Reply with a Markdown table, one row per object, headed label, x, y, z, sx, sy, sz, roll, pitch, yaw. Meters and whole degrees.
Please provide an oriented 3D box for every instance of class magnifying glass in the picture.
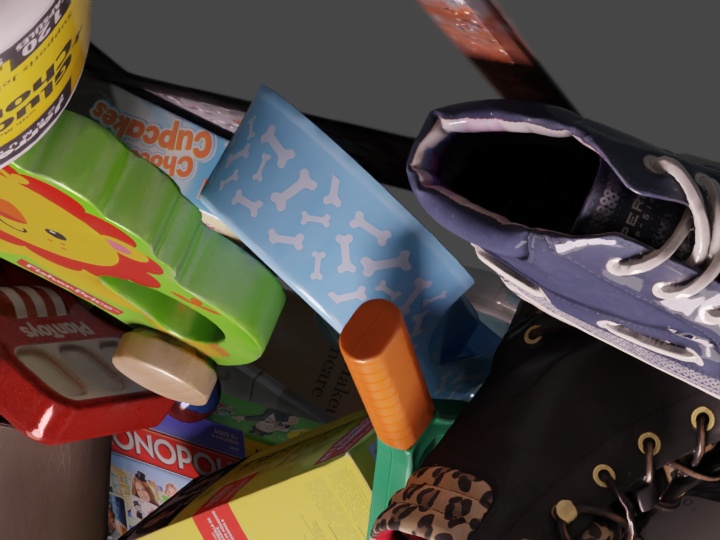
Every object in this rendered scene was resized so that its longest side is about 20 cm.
| label | x | y | z | sx | sy | sz | roll | pitch | yaw |
| --- | --- | --- | --- | --- | --- | --- | --- | --- | --- |
| magnifying glass | 0.022 | 0.067 | 0.686 | 0.022 | 0.080 | 0.201 | 28 | 161 | 26 |

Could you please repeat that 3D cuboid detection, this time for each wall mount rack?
| label | x | y | z | sx | sy | sz | roll | pitch | yaw |
| --- | --- | --- | --- | --- | --- | --- | --- | --- | --- |
| wall mount rack | -0.071 | 0.128 | 1.024 | 0.199 | 0.074 | 0.175 | 30 | 132 | 22 |

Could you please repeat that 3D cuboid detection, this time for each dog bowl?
| label | x | y | z | sx | sy | sz | roll | pitch | yaw |
| --- | --- | --- | --- | --- | --- | --- | --- | --- | --- |
| dog bowl | 0.000 | 0.000 | 0.709 | 0.111 | 0.050 | 0.200 | 42 | 177 | 25 |

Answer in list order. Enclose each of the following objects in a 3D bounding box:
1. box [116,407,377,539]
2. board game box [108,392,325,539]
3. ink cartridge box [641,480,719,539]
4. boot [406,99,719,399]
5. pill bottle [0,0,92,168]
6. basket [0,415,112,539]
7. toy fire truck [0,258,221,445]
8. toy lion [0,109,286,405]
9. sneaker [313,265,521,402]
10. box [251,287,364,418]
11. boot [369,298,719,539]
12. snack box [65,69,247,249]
| label | x | y | z | sx | sy | sz | roll | pitch | yaw |
| --- | --- | --- | --- | --- | --- | --- | --- | --- | --- |
| box | -0.034 | 0.113 | 0.847 | 0.199 | 0.075 | 0.050 | -26 | 97 | 47 |
| board game box | -0.088 | 0.126 | 0.972 | 0.198 | 0.029 | 0.136 | 14 | 123 | 31 |
| ink cartridge box | 0.110 | 0.112 | 0.701 | 0.144 | 0.200 | 0.084 | 16 | 140 | 31 |
| boot | 0.107 | 0.002 | 0.527 | 0.199 | 0.073 | 0.090 | 16 | 173 | 36 |
| pill bottle | -0.131 | -0.084 | 0.505 | 0.111 | 0.113 | 0.200 | 24 | 170 | -5 |
| basket | -0.198 | 0.163 | 0.894 | 0.178 | 0.202 | 0.136 | 13 | -176 | -2 |
| toy fire truck | -0.155 | 0.025 | 0.899 | 0.168 | 0.113 | 0.200 | 40 | -166 | 19 |
| toy lion | -0.116 | -0.021 | 0.714 | 0.199 | 0.069 | 0.191 | 29 | 164 | -16 |
| sneaker | 0.018 | 0.043 | 0.884 | 0.073 | 0.083 | 0.200 | 28 | 167 | -19 |
| box | -0.005 | 0.077 | 1.074 | 0.198 | 0.096 | 0.078 | 15 | 166 | 30 |
| boot | 0.107 | 0.067 | 0.616 | 0.199 | 0.151 | 0.074 | 18 | 148 | 41 |
| snack box | -0.136 | -0.065 | 0.811 | 0.198 | 0.037 | 0.116 | 26 | 169 | -11 |
